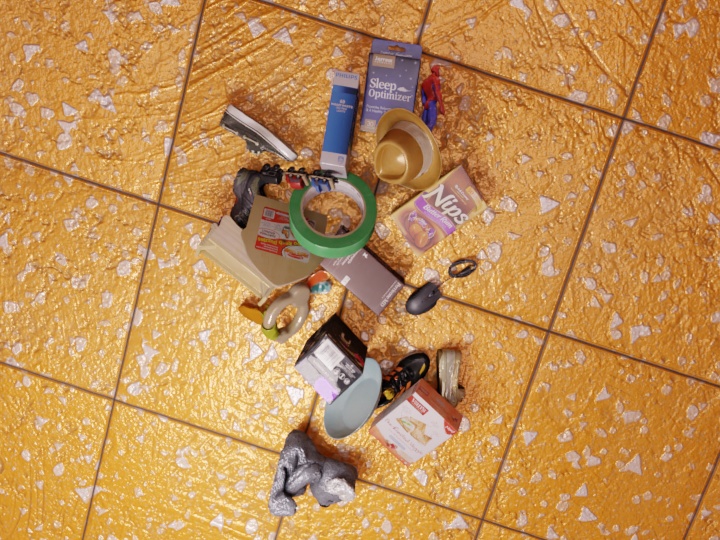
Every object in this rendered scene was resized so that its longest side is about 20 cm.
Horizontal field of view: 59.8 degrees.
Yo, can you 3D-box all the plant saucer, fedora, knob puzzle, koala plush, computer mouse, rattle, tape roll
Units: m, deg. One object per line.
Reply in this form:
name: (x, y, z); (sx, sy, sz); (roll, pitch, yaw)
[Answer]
plant saucer: (-0.008, 0.302, 1.451); (0.038, 0.202, 0.202); (36, 101, -26)
fedora: (0.083, -0.244, 1.346); (0.081, 0.200, 0.203); (-37, 97, -29)
knob puzzle: (-0.171, -0.053, 1.387); (0.214, 0.031, 0.225); (8, 64, -16)
koala plush: (-0.098, 0.490, 1.494); (0.195, 0.177, 0.189); (13, 90, 5)
computer mouse: (0.189, 0.039, 1.467); (0.199, 0.034, 0.059); (-38, 95, 8)
rattle: (-0.176, 0.060, 1.489); (0.129, 0.142, 0.202); (33, 89, -38)
tape roll: (-0.061, -0.128, 1.392); (0.195, 0.048, 0.205); (2, 65, -4)

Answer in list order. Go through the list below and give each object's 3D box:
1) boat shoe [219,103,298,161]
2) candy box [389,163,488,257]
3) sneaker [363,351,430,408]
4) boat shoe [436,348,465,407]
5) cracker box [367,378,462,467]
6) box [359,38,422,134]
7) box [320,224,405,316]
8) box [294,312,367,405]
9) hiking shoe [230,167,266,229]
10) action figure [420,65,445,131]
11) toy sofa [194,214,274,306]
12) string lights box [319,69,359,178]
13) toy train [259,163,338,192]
boat shoe: (-0.231, -0.296, 1.421); (0.198, 0.071, 0.064); (35, 99, 5)
candy box: (0.177, -0.137, 1.428); (0.198, 0.056, 0.118); (-35, 95, 7)
sneaker: (0.084, 0.272, 1.482); (0.198, 0.090, 0.071); (-35, 97, 10)
boat shoe: (0.217, 0.285, 1.486); (0.065, 0.074, 0.205); (-4, 104, 1)
cracker box: (0.126, 0.361, 1.469); (0.134, 0.058, 0.200); (41, 126, -1)
box: (0.068, -0.408, 1.401); (0.118, 0.032, 0.205); (8, 99, 2)
box: (0.000, 0.000, 1.453); (0.199, 0.075, 0.101); (40, 99, -5)
box: (-0.062, 0.195, 1.422); (0.106, 0.200, 0.122); (-43, 95, 9)
hiking shoe: (-0.246, -0.131, 1.442); (0.098, 0.076, 0.206); (6, 99, 6)
action figure: (0.155, -0.354, 1.384); (0.051, 0.065, 0.206); (8, 85, -26)
toy sofa: (-0.265, -0.022, 1.402); (0.199, 0.083, 0.098); (38, 65, -8)
string lights box: (-0.041, -0.315, 1.363); (0.057, 0.103, 0.205); (8, 84, 2)
toy train: (-0.138, -0.202, 1.375); (0.196, 0.034, 0.047); (11, 60, 24)
